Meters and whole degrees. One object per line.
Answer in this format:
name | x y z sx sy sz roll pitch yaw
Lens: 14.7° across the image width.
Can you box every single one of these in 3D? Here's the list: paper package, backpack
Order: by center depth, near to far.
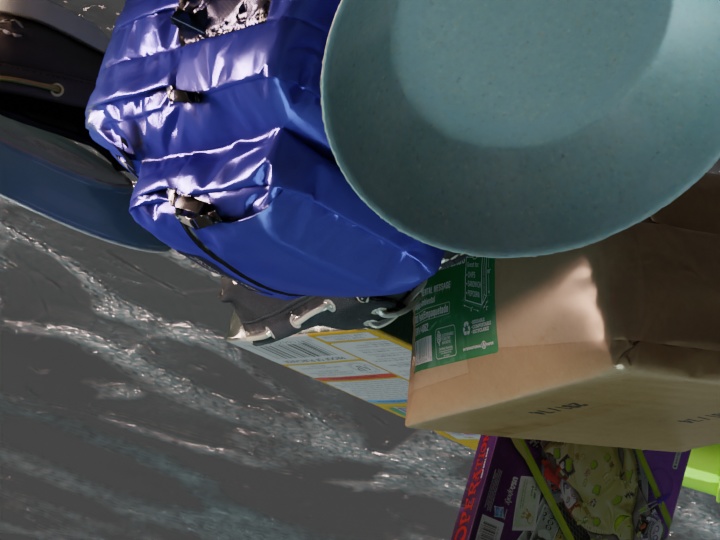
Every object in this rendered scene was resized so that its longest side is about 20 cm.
backpack | -0.035 -0.076 1.268 0.162 0.168 0.200 34 162 -30
paper package | 0.145 0.022 1.386 0.190 0.104 0.200 7 167 -28

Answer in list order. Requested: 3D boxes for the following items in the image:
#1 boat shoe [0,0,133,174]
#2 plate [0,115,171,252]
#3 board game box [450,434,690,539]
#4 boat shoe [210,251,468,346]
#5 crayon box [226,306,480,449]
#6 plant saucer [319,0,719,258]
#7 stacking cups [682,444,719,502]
boat shoe | -0.124 -0.082 1.491 0.201 0.061 0.072 24 161 -22
plate | -0.185 -0.064 1.467 0.200 0.026 0.200 26 -174 -3
board game box | 0.128 0.082 1.526 0.120 0.200 0.032 23 162 -18
boat shoe | 0.000 0.000 1.380 0.200 0.076 0.060 -7 108 57
crayon box | 0.040 0.047 1.585 0.200 0.052 0.126 26 159 -36
plant saucer | 0.076 -0.097 1.161 0.201 0.201 0.039 28 -158 -31
stacking cups | 0.180 0.108 1.784 0.200 0.061 0.061 14 162 11
